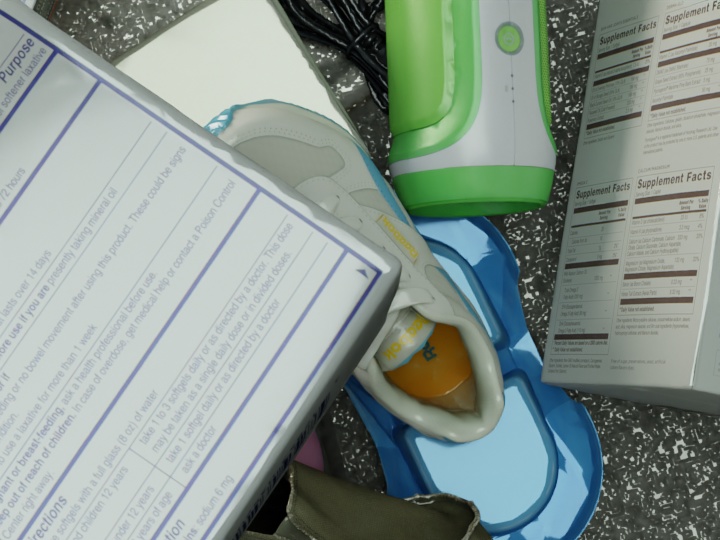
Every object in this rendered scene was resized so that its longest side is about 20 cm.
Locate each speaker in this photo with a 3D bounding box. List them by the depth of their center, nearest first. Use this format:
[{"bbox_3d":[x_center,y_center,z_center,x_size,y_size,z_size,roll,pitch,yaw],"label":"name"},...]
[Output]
[{"bbox_3d":[0.051,-0.130,0.970,0.088,0.088,0.202,-2,86,2],"label":"speaker"}]

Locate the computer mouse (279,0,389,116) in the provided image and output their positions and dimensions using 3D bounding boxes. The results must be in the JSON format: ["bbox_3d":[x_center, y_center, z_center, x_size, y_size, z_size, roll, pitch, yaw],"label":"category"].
[{"bbox_3d":[0.056,-0.180,1.039,0.138,0.053,0.200,40,86,6],"label":"computer mouse"}]

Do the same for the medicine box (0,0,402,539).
[{"bbox_3d":[-0.114,0.025,0.803,0.199,0.103,0.183,34,79,4],"label":"medicine box"}]

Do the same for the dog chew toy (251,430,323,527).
[{"bbox_3d":[-0.075,0.102,0.969,0.124,0.125,0.201,25,92,5],"label":"dog chew toy"}]

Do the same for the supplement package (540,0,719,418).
[{"bbox_3d":[0.197,-0.031,0.947,0.151,0.150,0.202,12,84,-21],"label":"supplement package"}]

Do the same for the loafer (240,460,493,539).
[{"bbox_3d":[-0.023,0.120,0.894,0.199,0.075,0.070,-4,104,-32],"label":"loafer"}]

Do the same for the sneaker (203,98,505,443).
[{"bbox_3d":[0.000,0.000,0.909,0.076,0.081,0.200,-43,120,6],"label":"sneaker"}]

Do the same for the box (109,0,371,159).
[{"bbox_3d":[-0.103,-0.040,0.991,0.199,0.128,0.109,-32,85,-2],"label":"box"}]

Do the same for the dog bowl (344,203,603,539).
[{"bbox_3d":[0.047,0.059,1.014,0.111,0.050,0.201,-25,84,-1],"label":"dog bowl"}]

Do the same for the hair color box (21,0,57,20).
[{"bbox_3d":[-0.241,-0.153,0.923,0.199,0.064,0.112,21,90,-2],"label":"hair color box"}]
